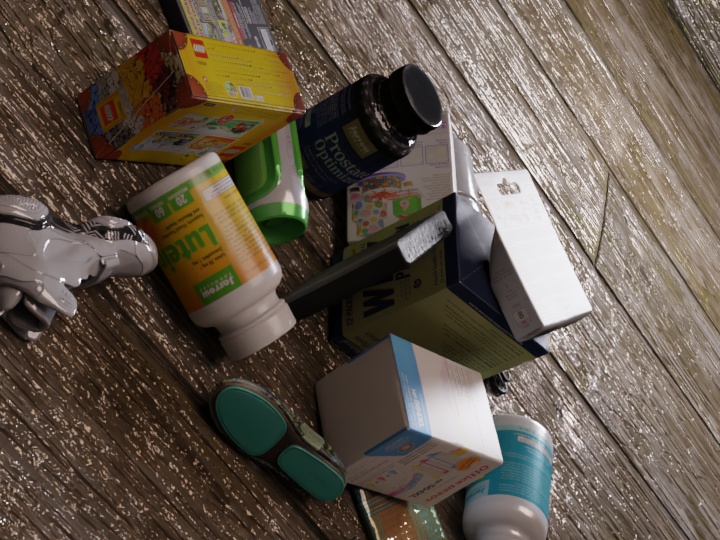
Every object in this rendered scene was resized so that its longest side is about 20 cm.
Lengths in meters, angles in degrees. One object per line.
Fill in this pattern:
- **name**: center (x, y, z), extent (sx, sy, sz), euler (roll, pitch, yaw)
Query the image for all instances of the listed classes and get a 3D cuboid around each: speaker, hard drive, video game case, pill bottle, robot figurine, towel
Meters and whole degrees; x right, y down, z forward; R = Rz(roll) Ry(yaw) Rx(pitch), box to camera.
- **speaker**: center (-0.112, -0.136, 1.510), extent (0.088, 0.088, 0.203), euler (21, 52, -48)
- **hard drive**: center (0.000, 0.000, 1.472), extent (0.033, 0.198, 0.139), euler (61, 31, -4)
- **video game case**: center (-0.186, -0.336, 1.597), extent (0.180, 0.025, 0.203), euler (-15, 82, -59)
- **pill bottle**: center (0.190, 0.293, 1.641), extent (0.111, 0.110, 0.201), euler (47, 35, -27)
- **pill bottle**: center (0.000, -0.177, 1.596), extent (0.111, 0.198, 0.113), euler (35, 42, -39)
- **robot figurine**: center (0.109, -0.109, 1.798), extent (0.168, 0.112, 0.203), euler (21, 52, -42)
- **towel**: center (0.063, 0.328, 1.511), extent (0.146, 0.022, 0.203), euler (-10, 77, -59)
- **pill bottle**: center (-0.151, -0.012, 1.338), extent (0.202, 0.110, 0.111), euler (60, 31, -7)

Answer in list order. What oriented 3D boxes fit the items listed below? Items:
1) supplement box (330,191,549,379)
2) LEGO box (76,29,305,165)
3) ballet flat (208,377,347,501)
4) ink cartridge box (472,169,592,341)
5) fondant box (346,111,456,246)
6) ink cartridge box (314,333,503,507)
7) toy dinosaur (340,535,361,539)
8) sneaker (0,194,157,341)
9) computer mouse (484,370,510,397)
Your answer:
- **supplement box**: center (0.098, 0.040, 1.592), extent (0.199, 0.198, 0.136), euler (36, 41, -38)
- **LEGO box**: center (-0.179, -0.180, 1.378), extent (0.199, 0.148, 0.078), euler (-2, 69, -57)
- **ballet flat**: center (-0.092, 0.172, 1.358), extent (0.200, 0.074, 0.075), euler (49, 34, -28)
- **ink cartridge box**: center (0.199, -0.021, 1.559), extent (0.162, 0.057, 0.202), euler (-10, 69, -58)
- **fondant box**: center (0.055, -0.110, 1.684), extent (0.059, 0.142, 0.202), euler (75, 12, -54)
- **ink cartridge box**: center (0.066, 0.183, 1.491), extent (0.199, 0.128, 0.127), euler (25, 41, -41)
- **toy dinosaur**: center (0.012, 0.339, 1.392), extent (0.198, 0.047, 0.089), euler (27, 47, -32)
- **sneaker**: center (-0.271, 0.007, 1.183), extent (0.198, 0.075, 0.117), euler (16, 56, -45)
- **computer mouse**: center (0.152, 0.077, 1.800), extent (0.201, 0.052, 0.140), euler (56, 28, -38)
